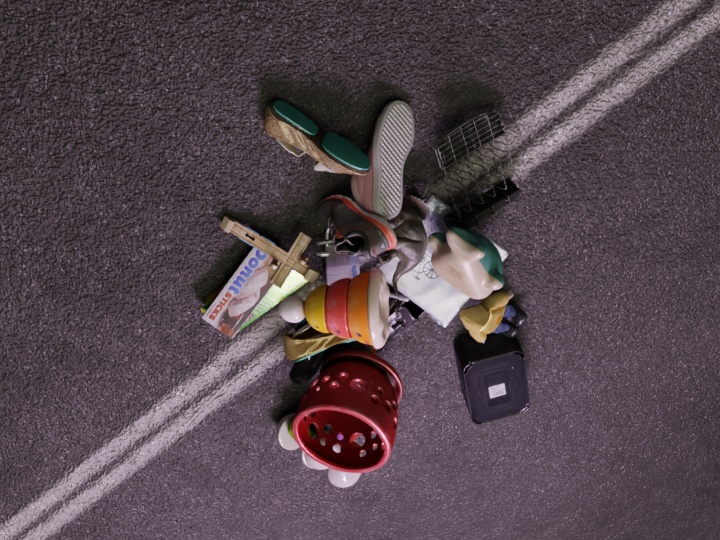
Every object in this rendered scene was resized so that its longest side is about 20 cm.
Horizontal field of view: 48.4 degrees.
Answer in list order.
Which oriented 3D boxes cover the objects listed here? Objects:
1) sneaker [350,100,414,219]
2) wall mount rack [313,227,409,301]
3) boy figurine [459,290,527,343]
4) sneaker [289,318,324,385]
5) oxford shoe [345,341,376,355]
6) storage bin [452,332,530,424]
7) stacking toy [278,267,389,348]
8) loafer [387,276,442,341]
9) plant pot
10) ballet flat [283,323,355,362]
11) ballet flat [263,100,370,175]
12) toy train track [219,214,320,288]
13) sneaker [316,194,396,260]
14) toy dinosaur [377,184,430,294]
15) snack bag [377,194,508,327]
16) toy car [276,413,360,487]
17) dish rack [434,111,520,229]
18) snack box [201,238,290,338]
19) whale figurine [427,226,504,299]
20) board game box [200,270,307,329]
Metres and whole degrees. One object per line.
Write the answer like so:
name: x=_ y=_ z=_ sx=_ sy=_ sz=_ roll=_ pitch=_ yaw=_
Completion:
sneaker: x=0.031 y=-0.194 z=1.394 sx=0.075 sy=0.105 sz=0.201 roll=3 pitch=97 yaw=-32
wall mount rack: x=0.000 y=0.000 z=1.518 sx=0.173 sy=0.075 sz=0.201 roll=-8 pitch=119 yaw=-11
boy figurine: x=0.266 y=0.092 z=1.610 sx=0.200 sy=0.064 sz=0.125 roll=9 pitch=116 yaw=-58
sneaker: x=-0.107 y=0.142 z=1.627 sx=0.082 sy=0.073 sz=0.200 roll=20 pitch=110 yaw=-21
oxford shoe: x=-0.009 y=0.185 z=1.675 sx=0.073 sy=0.071 sz=0.201 roll=2 pitch=127 yaw=-7
storage bin: x=0.288 y=0.229 z=1.755 sx=0.135 sy=0.094 sz=0.201 roll=-15 pitch=128 yaw=0
stacking toy: x=-0.050 y=0.070 z=1.456 sx=0.199 sy=0.146 sz=0.147 roll=-2 pitch=129 yaw=11
loafer: x=0.101 y=0.068 z=1.591 sx=0.072 sy=0.063 sz=0.200 roll=29 pitch=106 yaw=-36
plant pot: x=-0.018 y=0.269 z=1.592 sx=0.200 sy=0.183 sz=0.201 roll=9 pitch=133 yaw=10
ballet flat: x=-0.055 y=0.118 z=1.549 sx=0.199 sy=0.069 sz=0.063 roll=-20 pitch=102 yaw=-5
ballet flat: x=-0.076 y=-0.209 z=1.345 sx=0.200 sy=0.071 sz=0.065 roll=34 pitch=130 yaw=-5
toy train track: x=-0.165 y=-0.036 z=1.448 sx=0.200 sy=0.033 sz=0.115 roll=31 pitch=108 yaw=-5
sneaker: x=-0.028 y=-0.072 z=1.395 sx=0.082 sy=0.200 sz=0.077 roll=-39 pitch=127 yaw=-22
toy dinosaur: x=0.081 y=-0.059 z=1.437 sx=0.102 sy=0.077 sz=0.201 roll=-1 pitch=85 yaw=0
snack bag: x=0.149 y=-0.015 z=1.528 sx=0.188 sy=0.021 sz=0.200 roll=37 pitch=107 yaw=-7
toy car: x=-0.072 y=0.367 z=1.764 sx=0.150 sy=0.175 sz=0.200 roll=-53 pitch=126 yaw=-14
dish rack: x=0.204 y=-0.180 z=1.426 sx=0.153 sy=0.055 sz=0.200 roll=-31 pitch=124 yaw=-14
snack box: x=-0.214 y=0.034 z=1.506 sx=0.072 sy=0.024 sz=0.200 roll=36 pitch=108 yaw=-8
whale figurine: x=0.195 y=-0.031 z=1.415 sx=0.104 sy=0.159 sz=0.200 roll=-50 pitch=161 yaw=-12
board game box: x=-0.207 y=0.042 z=1.550 sx=0.200 sy=0.030 sz=0.096 roll=-37 pitch=123 yaw=13
